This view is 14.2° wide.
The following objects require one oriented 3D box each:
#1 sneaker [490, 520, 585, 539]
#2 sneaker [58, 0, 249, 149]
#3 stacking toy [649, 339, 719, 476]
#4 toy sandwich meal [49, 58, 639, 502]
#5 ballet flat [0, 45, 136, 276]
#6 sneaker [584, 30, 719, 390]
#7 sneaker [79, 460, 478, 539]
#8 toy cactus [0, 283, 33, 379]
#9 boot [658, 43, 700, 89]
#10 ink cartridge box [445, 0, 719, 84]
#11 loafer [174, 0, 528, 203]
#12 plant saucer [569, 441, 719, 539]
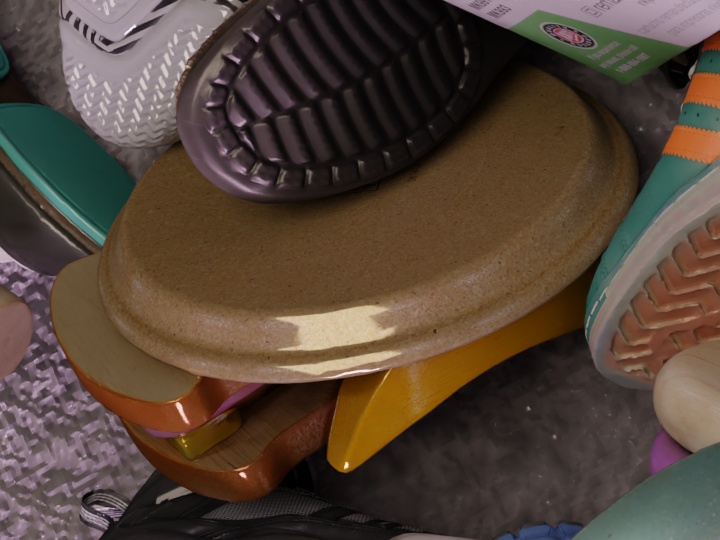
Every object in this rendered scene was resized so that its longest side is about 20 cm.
[{"bbox_3d":[0.040,0.181,0.901,0.077,0.085,0.200,8,111,-13],"label":"sneaker"},{"bbox_3d":[-0.034,-0.136,1.019,0.075,0.115,0.200,20,97,27],"label":"sneaker"},{"bbox_3d":[0.120,0.126,0.893,0.085,0.085,0.200,16,111,26],"label":"stacking toy"},{"bbox_3d":[0.000,0.000,0.971,0.205,0.070,0.205,-11,32,7],"label":"toy sandwich meal"},{"bbox_3d":[-0.144,-0.050,1.076,0.068,0.068,0.200,-48,68,24],"label":"ballet flat"},{"bbox_3d":[0.133,-0.050,0.891,0.200,0.071,0.080,-52,33,27],"label":"sneaker"},{"bbox_3d":[-0.001,0.100,0.972,0.200,0.114,0.076,4,114,-7],"label":"sneaker"},{"bbox_3d":[-0.184,-0.006,1.037,0.165,0.102,0.200,23,131,26],"label":"toy cactus"},{"bbox_3d":[0.160,-0.053,0.946,0.174,0.069,0.200,20,88,33],"label":"boot"},{"bbox_3d":[0.026,-0.142,0.863,0.200,0.145,0.088,25,80,-8],"label":"ink cartridge box"},{"bbox_3d":[0.013,-0.085,0.976,0.071,0.200,0.073,-5,117,58],"label":"loafer"},{"bbox_3d":[0.125,0.139,0.837,0.200,0.200,0.036,-52,31,7],"label":"plant saucer"}]
